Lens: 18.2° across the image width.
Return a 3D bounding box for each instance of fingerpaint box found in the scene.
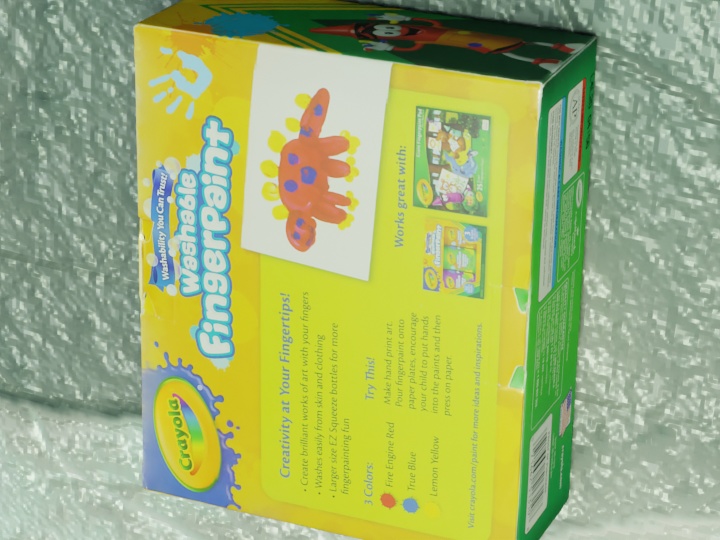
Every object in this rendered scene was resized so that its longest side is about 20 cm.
[{"bbox_3d":[0.000,0.000,0.885,0.166,0.073,0.200,10,114,21],"label":"fingerpaint box"}]
